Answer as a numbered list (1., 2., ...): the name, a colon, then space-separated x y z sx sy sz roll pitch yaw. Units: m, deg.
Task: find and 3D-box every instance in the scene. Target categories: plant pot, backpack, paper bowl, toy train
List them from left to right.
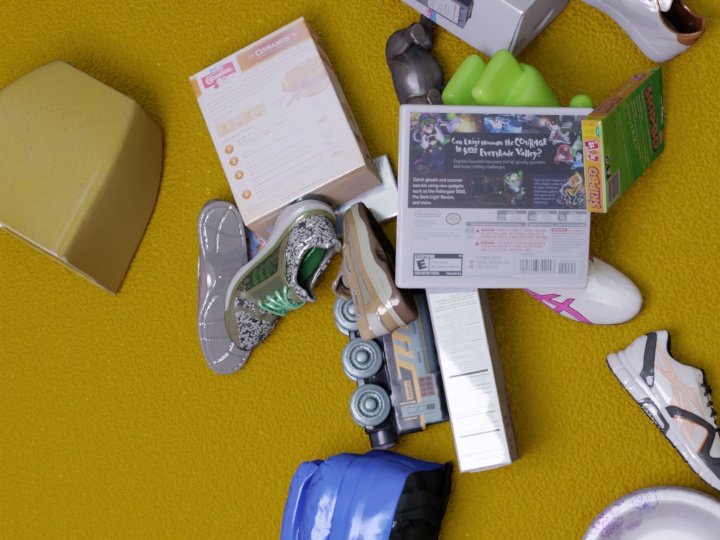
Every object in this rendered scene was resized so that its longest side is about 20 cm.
1. plant pot: -0.337 -0.120 1.532 0.193 0.196 0.201 28 83 14
2. backpack: -0.001 0.273 1.407 0.166 0.200 0.164 7 87 13
3. toy train: 0.035 0.095 1.481 0.113 0.085 0.202 -9 79 -2
4. paper bowl: 0.321 0.324 1.377 0.199 0.104 0.203 -1 83 13

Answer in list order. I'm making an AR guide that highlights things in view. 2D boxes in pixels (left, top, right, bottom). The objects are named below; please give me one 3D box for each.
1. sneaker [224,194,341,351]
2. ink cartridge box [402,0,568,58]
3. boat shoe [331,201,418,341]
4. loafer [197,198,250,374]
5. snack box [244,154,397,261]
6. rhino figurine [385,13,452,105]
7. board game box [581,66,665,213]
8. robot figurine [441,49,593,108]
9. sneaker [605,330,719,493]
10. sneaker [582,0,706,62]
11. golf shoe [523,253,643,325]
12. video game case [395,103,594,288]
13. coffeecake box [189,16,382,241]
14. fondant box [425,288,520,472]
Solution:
1. sneaker: -0.084 0.017 1.467 0.201 0.076 0.089 -59 38 21
2. ink cartridge box: 0.124 -0.340 1.466 0.199 0.086 0.148 34 56 15
3. boat shoe: 0.000 0.000 1.431 0.076 0.201 0.072 -34 122 11
4. loafer: -0.158 0.016 1.542 0.071 0.063 0.202 -4 101 -14
5. snack box: -0.049 -0.065 1.540 0.198 0.024 0.073 -20 81 10
6. rhino figurine: 0.075 -0.189 1.499 0.059 0.087 0.202 -8 82 -28
7. board game box: 0.277 -0.141 1.383 0.030 0.200 0.096 7 117 32
8. robot figurine: 0.168 -0.138 1.421 0.175 0.200 0.116 -3 45 46
9. sneaker: 0.348 0.150 1.405 0.080 0.074 0.201 -38 78 5
10. sneaker: 0.290 -0.310 1.417 0.199 0.085 0.073 35 62 -18
11. golf shoe: 0.210 0.004 1.441 0.199 0.092 0.073 23 88 13
12. video game case: 0.135 -0.074 1.341 0.198 0.023 0.184 0 98 -7
13. coffeecake box: -0.087 -0.161 1.519 0.153 0.073 0.201 -26 70 9
14. fondant box: 0.121 0.110 1.423 0.058 0.144 0.202 -11 82 9
